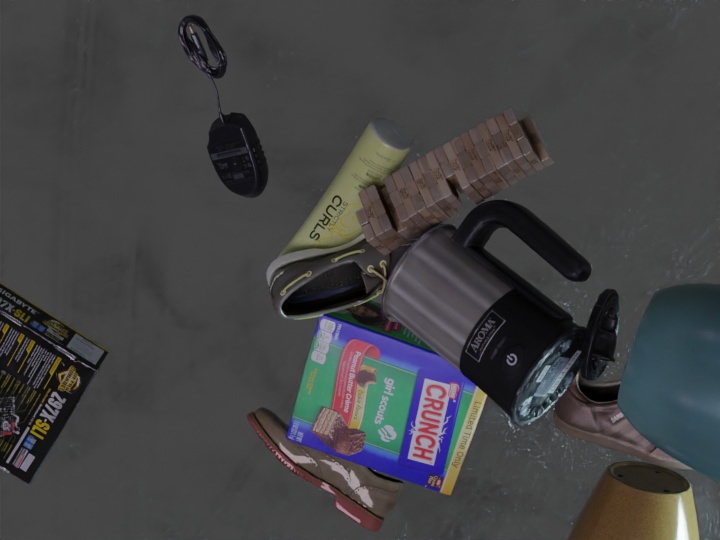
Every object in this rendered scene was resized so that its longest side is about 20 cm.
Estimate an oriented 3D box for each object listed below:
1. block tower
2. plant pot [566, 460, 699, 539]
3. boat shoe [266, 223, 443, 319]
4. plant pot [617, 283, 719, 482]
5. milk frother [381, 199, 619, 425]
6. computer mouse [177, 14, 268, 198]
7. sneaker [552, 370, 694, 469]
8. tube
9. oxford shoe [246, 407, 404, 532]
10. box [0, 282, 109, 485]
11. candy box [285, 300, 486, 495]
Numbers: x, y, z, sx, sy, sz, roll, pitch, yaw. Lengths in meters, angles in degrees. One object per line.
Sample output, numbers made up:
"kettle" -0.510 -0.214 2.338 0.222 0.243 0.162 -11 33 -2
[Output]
"block tower" 0.091 -0.091 1.581 0.198 0.058 0.055 -28 67 12
"plant pot" 0.295 0.319 1.708 0.184 0.186 0.203 10 105 8
"boat shoe" 0.001 0.002 1.650 0.199 0.061 0.073 -16 130 3
"plant pot" 0.350 0.105 1.574 0.159 0.201 0.203 19 119 16
"milk frother" 0.157 0.044 1.617 0.188 0.200 0.181 39 86 27
"computer mouse" -0.142 -0.172 1.644 0.058 0.034 0.202 -5 110 34
"sneaker" 0.305 0.154 1.672 0.197 0.071 0.076 11 117 7
"tube" -0.011 -0.068 1.652 0.058 0.052 0.201 47 125 20
"oxford shoe" -0.039 0.210 1.796 0.199 0.070 0.075 38 92 -5
"box" -0.408 0.134 1.843 0.159 0.049 0.201 31 118 -6
"candy box" 0.035 0.134 1.722 0.198 0.077 0.171 18 118 3
